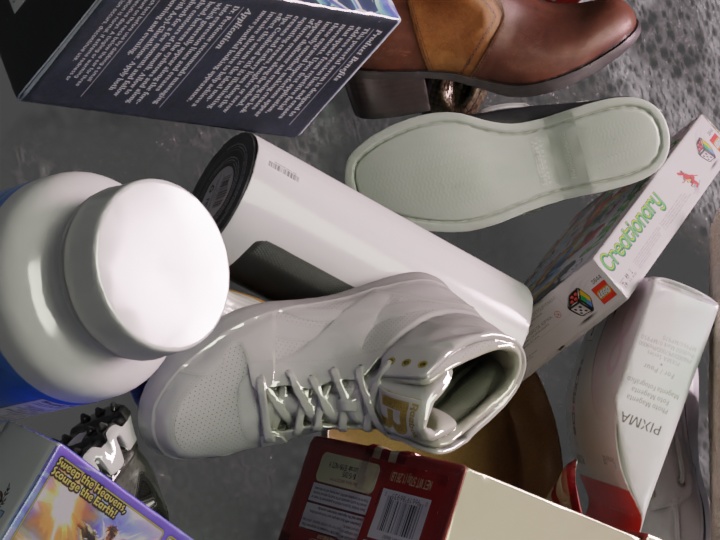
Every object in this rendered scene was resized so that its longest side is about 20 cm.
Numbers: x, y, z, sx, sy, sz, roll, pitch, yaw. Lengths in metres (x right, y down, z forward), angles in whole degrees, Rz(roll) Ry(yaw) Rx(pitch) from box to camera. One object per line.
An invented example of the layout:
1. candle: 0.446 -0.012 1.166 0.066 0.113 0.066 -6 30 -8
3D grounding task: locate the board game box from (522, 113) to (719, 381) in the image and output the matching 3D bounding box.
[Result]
1. board game box: 0.147 -0.010 1.601 0.035 0.126 0.200 46 38 -4

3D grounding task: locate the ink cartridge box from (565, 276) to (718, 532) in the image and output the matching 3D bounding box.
1. ink cartridge box: 0.147 0.105 1.564 0.057 0.163 0.201 24 86 -5

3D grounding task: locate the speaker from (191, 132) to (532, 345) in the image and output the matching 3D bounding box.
1. speaker: 0.000 0.000 1.491 0.199 0.081 0.082 29 61 -23

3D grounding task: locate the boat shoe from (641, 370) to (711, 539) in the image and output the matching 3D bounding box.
1. boat shoe: 0.180 0.130 1.667 0.065 0.073 0.201 19 56 -43

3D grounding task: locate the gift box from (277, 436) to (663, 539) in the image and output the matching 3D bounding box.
1. gift box: 0.069 0.188 1.431 0.186 0.184 0.201 25 84 -31

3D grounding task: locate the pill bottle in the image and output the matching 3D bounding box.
1. pill bottle: -0.158 0.013 1.278 0.112 0.199 0.113 13 70 -41

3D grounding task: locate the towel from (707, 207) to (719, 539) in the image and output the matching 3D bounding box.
1. towel: 0.229 0.073 1.586 0.201 0.034 0.133 82 9 -48

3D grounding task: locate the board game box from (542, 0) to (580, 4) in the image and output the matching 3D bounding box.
1. board game box: 0.082 -0.252 1.570 0.200 0.151 0.046 37 55 -8

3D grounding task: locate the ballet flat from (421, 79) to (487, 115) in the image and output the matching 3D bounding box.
1. ballet flat: 0.069 -0.187 1.652 0.067 0.046 0.201 23 64 -39

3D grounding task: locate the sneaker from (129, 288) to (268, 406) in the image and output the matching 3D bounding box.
1. sneaker: -0.089 0.047 1.439 0.200 0.075 0.089 37 74 -30

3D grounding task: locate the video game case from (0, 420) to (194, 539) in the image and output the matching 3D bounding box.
1. video game case: -0.148 0.199 1.284 0.200 0.045 0.182 43 74 -44

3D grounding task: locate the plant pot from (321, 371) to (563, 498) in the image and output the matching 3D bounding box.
1. plant pot: 0.045 0.115 1.569 0.199 0.027 0.202 14 70 -41

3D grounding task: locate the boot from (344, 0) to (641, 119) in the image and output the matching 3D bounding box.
1. boot: 0.063 -0.204 1.546 0.069 0.187 0.201 -81 161 -65

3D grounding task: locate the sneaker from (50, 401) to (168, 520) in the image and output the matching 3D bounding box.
1. sneaker: -0.161 0.157 1.332 0.091 0.066 0.200 57 46 -14

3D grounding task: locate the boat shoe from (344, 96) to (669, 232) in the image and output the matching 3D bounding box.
1. boat shoe: 0.088 -0.064 1.588 0.198 0.060 0.076 -4 91 -4

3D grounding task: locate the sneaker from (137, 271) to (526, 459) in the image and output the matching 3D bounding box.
1. sneaker: -0.010 0.061 1.380 0.199 0.115 0.074 -21 118 -23

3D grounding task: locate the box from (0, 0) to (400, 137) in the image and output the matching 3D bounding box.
1. box: -0.102 -0.169 1.408 0.199 0.107 0.149 5 51 -44
